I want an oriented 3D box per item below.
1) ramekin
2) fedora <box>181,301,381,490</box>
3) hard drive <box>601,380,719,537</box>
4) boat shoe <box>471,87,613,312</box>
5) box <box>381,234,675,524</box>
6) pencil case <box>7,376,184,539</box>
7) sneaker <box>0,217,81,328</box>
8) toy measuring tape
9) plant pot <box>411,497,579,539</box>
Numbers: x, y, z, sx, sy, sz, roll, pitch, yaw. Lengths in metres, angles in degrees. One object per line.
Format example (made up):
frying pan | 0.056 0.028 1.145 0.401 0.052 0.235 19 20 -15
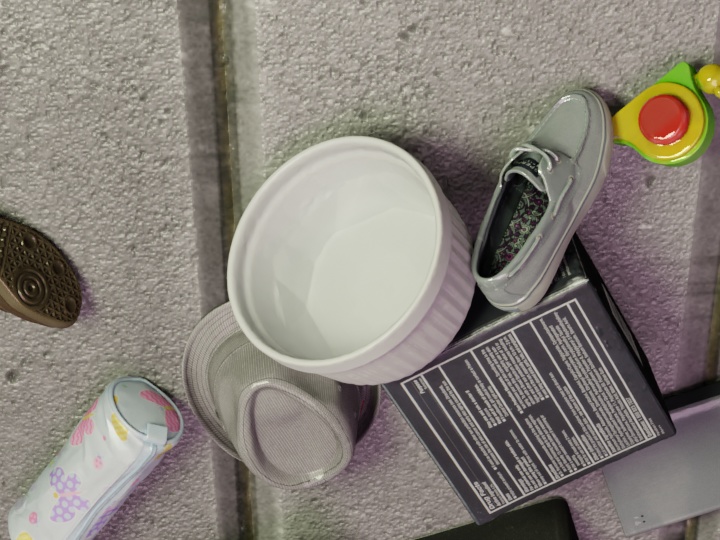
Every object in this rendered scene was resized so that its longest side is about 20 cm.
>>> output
ramekin | 0.000 0.000 1.446 0.200 0.200 0.105 -32 147 15
fedora | -0.068 0.123 1.582 0.177 0.090 0.200 -18 124 6
hard drive | 0.332 0.173 1.694 0.200 0.033 0.140 -19 124 7
boat shoe | 0.147 -0.066 1.431 0.072 0.070 0.201 39 71 -55
box | 0.140 0.086 1.550 0.198 0.123 0.200 -27 122 10
pencil case | -0.244 0.189 1.609 0.083 0.091 0.200 29 116 -22
sneaker | -0.329 -0.010 1.491 0.075 0.071 0.200 -18 136 42
toy measuring tape | 0.232 -0.098 1.473 0.200 0.074 0.074 -40 119 18
plant pot | 0.144 0.377 1.726 0.199 0.178 0.200 -17 125 6
